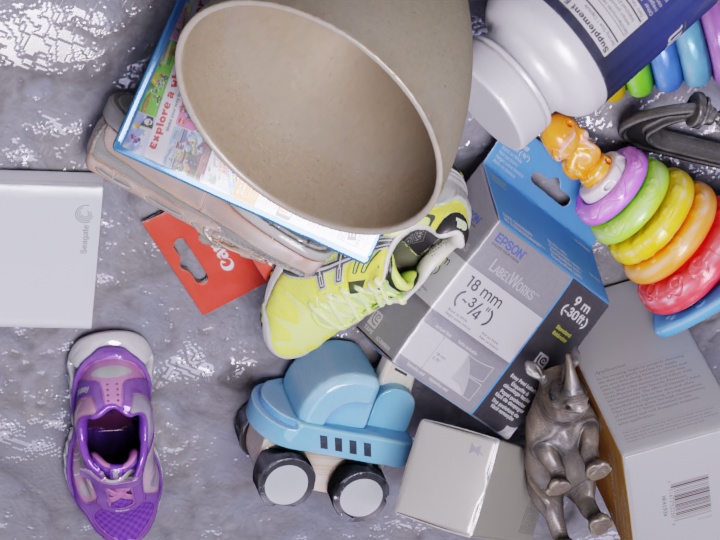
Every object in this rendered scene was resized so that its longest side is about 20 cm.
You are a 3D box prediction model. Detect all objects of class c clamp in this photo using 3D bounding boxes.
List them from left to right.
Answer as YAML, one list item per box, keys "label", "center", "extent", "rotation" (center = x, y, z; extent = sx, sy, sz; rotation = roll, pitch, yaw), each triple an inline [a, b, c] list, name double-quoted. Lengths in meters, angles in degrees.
- label: "c clamp"
  center: [0.301, -0.102, 1.749]
  extent: [0.199, 0.171, 0.027]
  rotation: [10, 79, -13]

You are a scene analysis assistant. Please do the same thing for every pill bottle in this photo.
- label: "pill bottle"
  center: [0.158, -0.179, 1.630]
  extent: [0.200, 0.111, 0.111]
  rotation: [-41, 125, -9]

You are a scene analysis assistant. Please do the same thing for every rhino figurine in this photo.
- label: "rhino figurine"
  center: [0.155, 0.128, 1.771]
  extent: [0.059, 0.088, 0.201]
  rotation: [-13, 139, -6]

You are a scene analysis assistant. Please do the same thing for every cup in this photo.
- label: "cup"
  center: [-0.004, -0.145, 1.550]
  extent: [0.199, 0.144, 0.201]
  rotation: [22, 144, 17]

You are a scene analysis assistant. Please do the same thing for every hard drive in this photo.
- label: "hard drive"
  center: [-0.297, -0.016, 1.749]
  extent: [0.199, 0.027, 0.133]
  rotation: [1, 125, -12]

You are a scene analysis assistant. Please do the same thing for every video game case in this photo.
- label: "video game case"
  center: [-0.056, -0.110, 1.637]
  extent: [0.199, 0.018, 0.144]
  rotation: [24, 94, -9]

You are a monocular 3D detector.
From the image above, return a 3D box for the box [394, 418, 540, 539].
- label: "box"
  center: [0.094, 0.170, 1.849]
  extent: [0.068, 0.200, 0.083]
  rotation: [15, 85, 19]

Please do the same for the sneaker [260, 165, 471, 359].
- label: "sneaker"
  center: [0.000, 0.000, 1.724]
  extent: [0.075, 0.077, 0.200]
  rotation: [33, 114, -31]

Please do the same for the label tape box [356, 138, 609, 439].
- label: "label tape box"
  center: [0.114, 0.009, 1.776]
  extent: [0.144, 0.063, 0.200]
  rotation: [34, 94, -37]

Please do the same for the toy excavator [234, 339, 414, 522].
- label: "toy excavator"
  center: [0.014, 0.091, 1.851]
  extent: [0.193, 0.100, 0.201]
  rotation: [11, 114, -19]

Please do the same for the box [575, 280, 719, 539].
- label: "box"
  center: [0.227, 0.117, 1.834]
  extent: [0.097, 0.200, 0.125]
  rotation: [-15, 127, -4]

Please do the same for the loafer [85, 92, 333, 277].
- label: "loafer"
  center: [-0.112, -0.052, 1.697]
  extent: [0.200, 0.072, 0.063]
  rotation: [36, 114, 6]

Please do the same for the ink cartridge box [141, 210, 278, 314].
- label: "ink cartridge box"
  center: [-0.054, -0.033, 1.768]
  extent: [0.199, 0.050, 0.109]
  rotation: [-27, 125, 7]

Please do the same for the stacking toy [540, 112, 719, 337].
- label: "stacking toy"
  center: [0.208, -0.052, 1.773]
  extent: [0.200, 0.116, 0.110]
  rotation: [38, 138, -20]

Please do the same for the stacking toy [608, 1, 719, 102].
- label: "stacking toy"
  center: [0.196, -0.159, 1.714]
  extent: [0.199, 0.086, 0.086]
  rotation: [-15, 126, 5]

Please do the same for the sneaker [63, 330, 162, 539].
- label: "sneaker"
  center: [-0.196, 0.149, 1.847]
  extent: [0.080, 0.089, 0.201]
  rotation: [-6, 127, -8]
